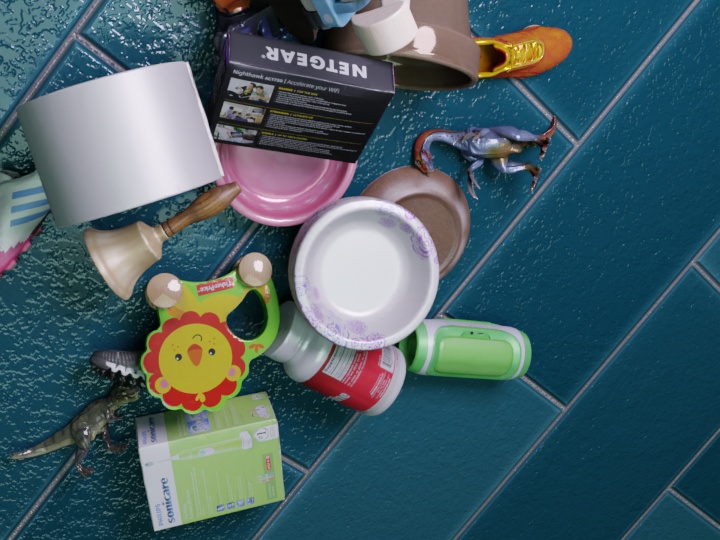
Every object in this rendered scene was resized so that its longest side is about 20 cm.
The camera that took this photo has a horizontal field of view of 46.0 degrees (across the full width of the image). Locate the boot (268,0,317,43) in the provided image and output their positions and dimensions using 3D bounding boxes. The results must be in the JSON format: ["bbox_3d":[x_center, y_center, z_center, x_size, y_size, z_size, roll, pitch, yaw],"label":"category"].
[{"bbox_3d":[-0.036,-0.398,1.011,0.200,0.064,0.188,-42,125,-31],"label":"boot"}]

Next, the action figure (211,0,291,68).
[{"bbox_3d":[-0.132,-0.338,1.042,0.199,0.104,0.195,-33,129,-35],"label":"action figure"}]

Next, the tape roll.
[{"bbox_3d":[-0.274,-0.146,0.976,0.201,0.203,0.141,-19,101,-10],"label":"tape roll"}]

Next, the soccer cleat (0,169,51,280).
[{"bbox_3d":[-0.431,-0.071,1.051,0.086,0.070,0.200,40,90,-18],"label":"soccer cleat"}]

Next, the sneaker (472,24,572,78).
[{"bbox_3d":[0.207,-0.292,1.167,0.198,0.077,0.074,-14,114,-15],"label":"sneaker"}]

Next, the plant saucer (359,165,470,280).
[{"bbox_3d":[0.077,-0.052,1.245,0.198,0.037,0.203,-7,113,-17],"label":"plant saucer"}]

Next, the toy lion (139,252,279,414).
[{"bbox_3d":[-0.201,0.089,1.142,0.198,0.069,0.194,-14,90,-19],"label":"toy lion"}]

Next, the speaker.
[{"bbox_3d":[0.163,0.124,1.320,0.198,0.089,0.089,6,110,-21],"label":"speaker"}]

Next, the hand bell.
[{"bbox_3d":[-0.241,-0.057,1.089,0.199,0.104,0.105,-30,118,-2],"label":"hand bell"}]

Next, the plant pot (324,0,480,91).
[{"bbox_3d":[0.061,-0.330,1.054,0.198,0.200,0.177,8,91,-22],"label":"plant pot"}]

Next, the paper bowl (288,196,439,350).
[{"bbox_3d":[0.000,0.000,1.154,0.198,0.104,0.203,-2,98,-11],"label":"paper bowl"}]

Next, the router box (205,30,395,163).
[{"bbox_3d":[-0.075,-0.200,1.012,0.198,0.052,0.149,6,151,-19],"label":"router box"}]

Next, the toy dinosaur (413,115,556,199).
[{"bbox_3d":[0.173,-0.171,1.221,0.180,0.200,0.106,19,122,11],"label":"toy dinosaur"}]

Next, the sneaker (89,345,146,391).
[{"bbox_3d":[-0.271,0.122,1.178,0.198,0.066,0.092,12,67,-16],"label":"sneaker"}]

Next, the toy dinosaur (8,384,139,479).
[{"bbox_3d":[-0.385,0.237,1.201,0.199,0.047,0.089,-33,102,-5],"label":"toy dinosaur"}]

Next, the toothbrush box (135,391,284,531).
[{"bbox_3d":[-0.220,0.279,1.252,0.198,0.086,0.147,-11,115,-15],"label":"toothbrush box"}]

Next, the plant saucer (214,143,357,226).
[{"bbox_3d":[-0.103,-0.160,1.126,0.198,0.051,0.203,-7,116,-13],"label":"plant saucer"}]

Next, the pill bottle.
[{"bbox_3d":[-0.040,0.125,1.235,0.199,0.112,0.113,30,100,-26],"label":"pill bottle"}]

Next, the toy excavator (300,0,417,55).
[{"bbox_3d":[0.001,-0.303,0.878,0.195,0.199,0.100,-57,136,-25],"label":"toy excavator"}]
